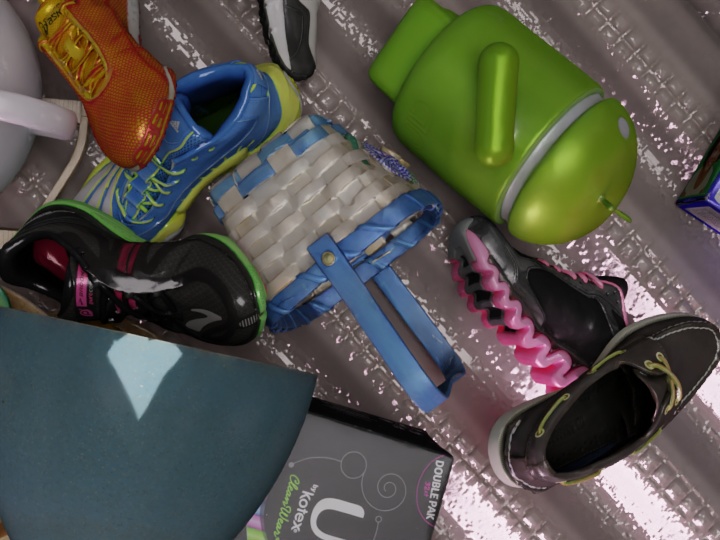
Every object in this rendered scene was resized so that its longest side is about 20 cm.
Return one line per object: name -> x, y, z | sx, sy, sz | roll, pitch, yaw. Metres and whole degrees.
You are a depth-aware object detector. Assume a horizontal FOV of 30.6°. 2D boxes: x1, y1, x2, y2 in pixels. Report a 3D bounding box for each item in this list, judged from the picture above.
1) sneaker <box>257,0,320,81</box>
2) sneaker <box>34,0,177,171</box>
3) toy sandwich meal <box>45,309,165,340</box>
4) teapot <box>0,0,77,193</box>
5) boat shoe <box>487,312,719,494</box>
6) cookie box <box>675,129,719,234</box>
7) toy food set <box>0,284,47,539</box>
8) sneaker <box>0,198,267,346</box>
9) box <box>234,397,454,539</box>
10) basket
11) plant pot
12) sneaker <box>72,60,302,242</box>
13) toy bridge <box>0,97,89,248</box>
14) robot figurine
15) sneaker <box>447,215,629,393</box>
sneaker -> -0.036, -0.234, 0.914 | 0.079, 0.074, 0.203 | -2, 93, -9
sneaker -> -0.171, -0.132, 0.841 | 0.077, 0.201, 0.073 | 20, 116, -39
toy sandwich meal -> -0.200, 0.116, 0.907 | 0.202, 0.070, 0.208 | 0, 92, -6
teapot -> -0.304, -0.117, 0.835 | 0.199, 0.146, 0.199 | -33, 87, 5
boat shoe -> 0.179, 0.088, 0.888 | 0.200, 0.060, 0.072 | -29, 99, -25
cookie box -> 0.356, -0.091, 0.958 | 0.170, 0.075, 0.201 | 31, 88, -5
toy food set -> -0.271, 0.098, 0.837 | 0.199, 0.049, 0.199 | -31, 104, -1
sneaker -> -0.145, 0.012, 0.831 | 0.198, 0.084, 0.078 | 12, 120, 27
box -> -0.040, 0.194, 0.901 | 0.147, 0.124, 0.203 | 17, 89, -6
basket -> 0.000, 0.000, 0.874 | 0.138, 0.176, 0.201 | -33, 88, 7
plant pot -> -0.135, 0.105, 0.752 | 0.197, 0.200, 0.137 | 13, 85, -6
sneaker -> -0.134, -0.079, 0.879 | 0.199, 0.105, 0.076 | -39, 76, 4
toy bridge -> -0.223, -0.113, 0.920 | 0.066, 0.027, 0.203 | 4, 91, -8
robot figurine -> 0.102, -0.099, 0.894 | 0.200, 0.175, 0.116 | 42, 103, 17
sneaker -> 0.144, 0.026, 0.943 | 0.095, 0.079, 0.200 | -44, 107, -10
